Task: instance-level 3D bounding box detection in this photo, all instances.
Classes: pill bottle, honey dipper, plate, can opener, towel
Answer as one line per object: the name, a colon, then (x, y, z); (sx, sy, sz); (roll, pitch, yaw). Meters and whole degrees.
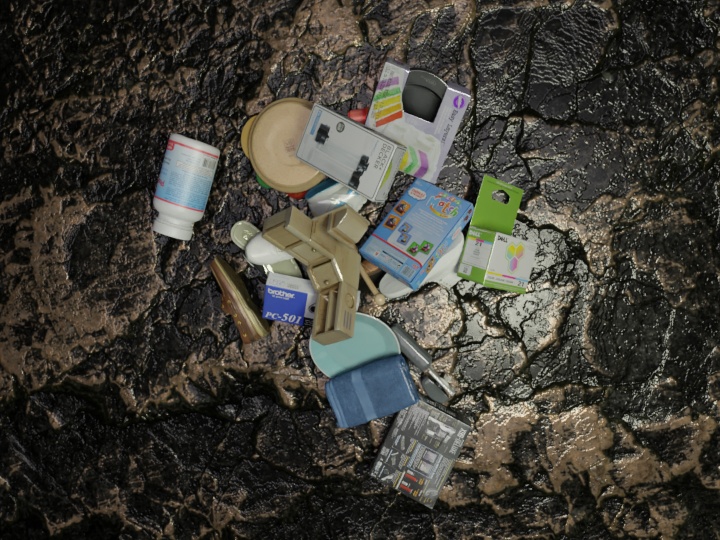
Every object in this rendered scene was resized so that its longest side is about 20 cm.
pill bottle: (-0.373, -0.174, 1.202); (0.106, 0.109, 0.205); (17, 95, 4)
honey dipper: (0.000, 0.000, 1.154); (0.038, 0.038, 0.202); (-37, 48, 7)
plate: (-0.012, 0.163, 1.203); (0.194, 0.026, 0.205); (4, 123, 7)
can opener: (0.126, 0.200, 1.210); (0.066, 0.053, 0.201); (-42, 89, 8)
towel: (0.023, 0.255, 1.198); (0.196, 0.048, 0.114); (-24, 86, 25)

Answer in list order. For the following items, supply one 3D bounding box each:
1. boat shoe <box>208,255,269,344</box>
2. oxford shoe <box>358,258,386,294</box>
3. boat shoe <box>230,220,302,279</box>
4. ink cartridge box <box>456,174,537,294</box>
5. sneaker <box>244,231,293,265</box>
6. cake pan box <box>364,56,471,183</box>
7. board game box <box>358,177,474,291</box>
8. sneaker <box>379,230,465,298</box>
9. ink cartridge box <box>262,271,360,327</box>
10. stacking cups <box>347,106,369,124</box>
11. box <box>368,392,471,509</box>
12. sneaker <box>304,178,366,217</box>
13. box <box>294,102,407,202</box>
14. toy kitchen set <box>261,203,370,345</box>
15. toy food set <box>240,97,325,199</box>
boat shoe: (-0.274, 0.067, 1.228); (0.067, 0.072, 0.203); (-31, 93, 4)
oxford shoe: (0.026, -0.006, 1.210); (0.196, 0.071, 0.073); (-26, 61, 9)
boat shoe: (-0.200, -0.025, 1.224); (0.200, 0.067, 0.072); (46, 72, -12)
ink cartridge box: (0.284, -0.069, 1.128); (0.145, 0.075, 0.206); (9, 98, -40)
sneaker: (-0.141, -0.060, 1.172); (0.195, 0.080, 0.073); (-14, 93, -17)
cake pan box: (0.103, -0.297, 1.129); (0.180, 0.053, 0.203); (19, 122, -6)
board game box: (0.111, -0.078, 1.135); (0.150, 0.037, 0.201); (32, 79, 37)
sneaker: (0.140, 0.013, 1.162); (0.197, 0.116, 0.074); (-33, 49, 4)
ink cartridge box: (-0.104, 0.071, 1.194); (0.194, 0.045, 0.096); (12, 128, -3)
stacking cups: (0.071, -0.319, 1.175); (0.194, 0.061, 0.062); (-8, 93, 6)
box: (0.127, 0.380, 1.224); (0.154, 0.050, 0.204); (25, 96, 2)
sneaker: (-0.015, -0.164, 1.195); (0.196, 0.077, 0.082); (-24, 116, 2)
box: (-0.020, -0.230, 1.108); (0.197, 0.060, 0.119); (32, 107, 19)
toy kitchen set: (-0.064, 0.001, 1.034); (0.160, 0.199, 0.185); (-19, 52, 36)
toy food set: (-0.146, -0.260, 1.206); (0.197, 0.049, 0.201); (-30, 91, 6)
